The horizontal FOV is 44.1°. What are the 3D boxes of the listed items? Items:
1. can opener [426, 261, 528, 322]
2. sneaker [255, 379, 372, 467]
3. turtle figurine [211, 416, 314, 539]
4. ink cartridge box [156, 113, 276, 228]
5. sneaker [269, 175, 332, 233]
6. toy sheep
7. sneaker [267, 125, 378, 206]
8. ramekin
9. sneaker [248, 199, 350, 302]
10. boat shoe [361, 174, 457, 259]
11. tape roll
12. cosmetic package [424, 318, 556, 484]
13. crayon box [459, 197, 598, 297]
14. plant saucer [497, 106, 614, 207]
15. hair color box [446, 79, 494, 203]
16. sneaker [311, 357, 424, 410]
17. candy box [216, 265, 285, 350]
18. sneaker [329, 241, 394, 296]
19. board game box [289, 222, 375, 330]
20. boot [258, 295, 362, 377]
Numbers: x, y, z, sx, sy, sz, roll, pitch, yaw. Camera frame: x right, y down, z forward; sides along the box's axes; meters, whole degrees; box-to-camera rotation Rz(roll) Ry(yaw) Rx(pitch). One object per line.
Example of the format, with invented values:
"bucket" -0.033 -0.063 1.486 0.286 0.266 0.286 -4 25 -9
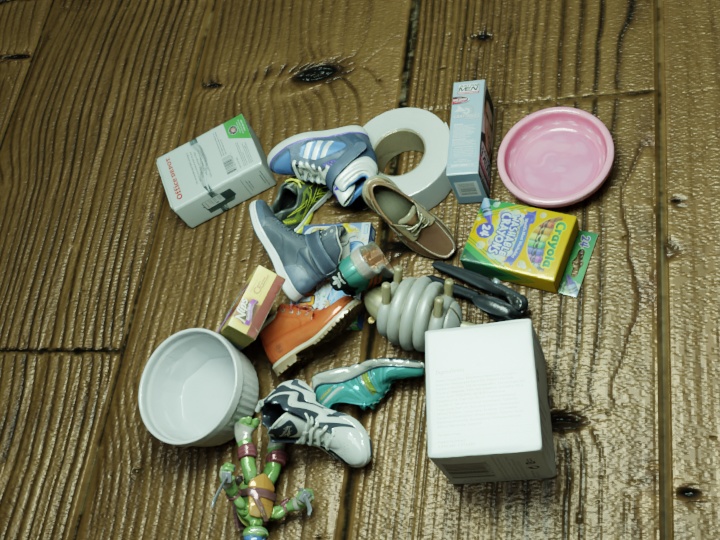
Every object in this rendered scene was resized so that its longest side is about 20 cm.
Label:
"can opener" 0.194 0.030 1.493 0.200 0.079 0.063 31 85 39
"sneaker" -0.085 0.257 1.415 0.199 0.130 0.080 42 119 21
"turtle figurine" -0.145 0.322 1.403 0.144 0.200 0.194 -4 52 1
"ink cartridge box" -0.288 -0.197 1.771 0.200 0.083 0.147 -26 58 4
"sneaker" -0.104 -0.154 1.682 0.074 0.085 0.200 18 71 26
"toy sheep" 0.098 0.071 1.464 0.200 0.138 0.138 18 71 21
"sneaker" -0.067 -0.174 1.598 0.200 0.081 0.147 -14 56 6
"ramekin" -0.270 0.208 1.525 0.200 0.105 0.201 -9 67 23
"sneaker" -0.103 -0.066 1.580 0.146 0.077 0.203 -33 74 14
"boat shoe" 0.084 -0.086 1.536 0.200 0.072 0.076 36 95 -7
"tape roll" 0.080 -0.201 1.648 0.202 0.071 0.203 -9 61 16
"cosmetic package" 0.195 0.201 1.339 0.165 0.165 0.200 -7 63 16
"crayon box" 0.284 -0.041 1.501 0.200 0.052 0.126 14 69 25
"plant saucer" 0.343 -0.192 1.560 0.200 0.051 0.201 -9 62 16
"hair color box" 0.200 -0.232 1.603 0.061 0.099 0.200 -3 63 19
"sneaker" 0.017 0.191 1.476 0.200 0.077 0.080 -18 76 17
"candy box" -0.194 0.071 1.535 0.056 0.200 0.117 29 72 -10
"sneaker" 0.000 0.000 1.507 0.080 0.200 0.071 -34 81 13
"board game box" -0.051 0.010 1.605 0.135 0.034 0.200 -2 64 19
"boot" -0.092 0.086 1.522 0.200 0.075 0.107 -36 74 17
